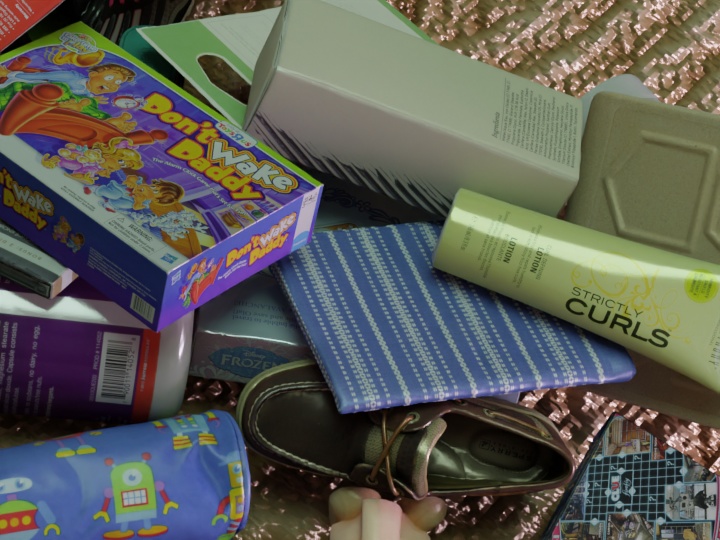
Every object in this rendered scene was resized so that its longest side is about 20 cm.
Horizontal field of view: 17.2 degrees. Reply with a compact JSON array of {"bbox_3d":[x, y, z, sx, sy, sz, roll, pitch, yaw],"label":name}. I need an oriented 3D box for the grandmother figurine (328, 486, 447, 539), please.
[{"bbox_3d":[0.008,0.217,1.339,0.121,0.061,0.200,1,51,-3],"label":"grandmother figurine"}]

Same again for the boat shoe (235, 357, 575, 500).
[{"bbox_3d":[0.029,0.097,1.374,0.199,0.072,0.072,13,95,-12],"label":"boat shoe"}]

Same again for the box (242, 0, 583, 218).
[{"bbox_3d":[0.033,-0.091,1.449,0.199,0.068,0.082,20,43,-10],"label":"box"}]

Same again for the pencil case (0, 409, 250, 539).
[{"bbox_3d":[-0.160,0.135,1.349,0.199,0.078,0.087,-10,76,-20],"label":"pencil case"}]

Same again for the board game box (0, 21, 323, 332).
[{"bbox_3d":[-0.141,-0.059,1.371,0.200,0.045,0.134,34,42,23],"label":"board game box"}]

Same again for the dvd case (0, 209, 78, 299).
[{"bbox_3d":[-0.191,-0.065,1.416,0.148,0.016,0.200,25,39,16],"label":"dvd case"}]

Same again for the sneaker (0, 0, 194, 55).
[{"bbox_3d":[-0.180,-0.175,1.570,0.200,0.088,0.074,-35,67,-32],"label":"sneaker"}]

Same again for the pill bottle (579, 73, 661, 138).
[{"bbox_3d":[0.212,-0.031,1.535,0.111,0.111,0.200,-27,63,-28],"label":"pill bottle"}]

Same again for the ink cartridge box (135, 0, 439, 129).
[{"bbox_3d":[-0.030,-0.118,1.546,0.200,0.048,0.146,-16,45,-35],"label":"ink cartridge box"}]

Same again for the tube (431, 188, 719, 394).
[{"bbox_3d":[0.143,0.006,1.410,0.199,0.058,0.052,21,43,4],"label":"tube"}]

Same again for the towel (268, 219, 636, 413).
[{"bbox_3d":[0.053,0.025,1.420,0.199,0.024,0.145,-5,45,-25],"label":"towel"}]

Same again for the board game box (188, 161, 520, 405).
[{"bbox_3d":[0.000,0.000,1.486,0.199,0.043,0.199,9,40,-5],"label":"board game box"}]

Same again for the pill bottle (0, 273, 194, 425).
[{"bbox_3d":[-0.200,0.029,1.398,0.199,0.113,0.113,6,53,-8],"label":"pill bottle"}]

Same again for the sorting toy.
[{"bbox_3d":[0.208,-0.003,1.455,0.200,0.186,0.036,16,5,35],"label":"sorting toy"}]

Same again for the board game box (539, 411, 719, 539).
[{"bbox_3d":[0.163,0.193,1.390,0.135,0.035,0.200,32,51,3],"label":"board game box"}]

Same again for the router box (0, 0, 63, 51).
[{"bbox_3d":[-0.250,-0.184,1.474,0.179,0.049,0.200,-37,28,8],"label":"router box"}]

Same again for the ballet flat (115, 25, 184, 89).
[{"bbox_3d":[-0.143,-0.072,1.509,0.068,0.069,0.200,11,43,0],"label":"ballet flat"}]
